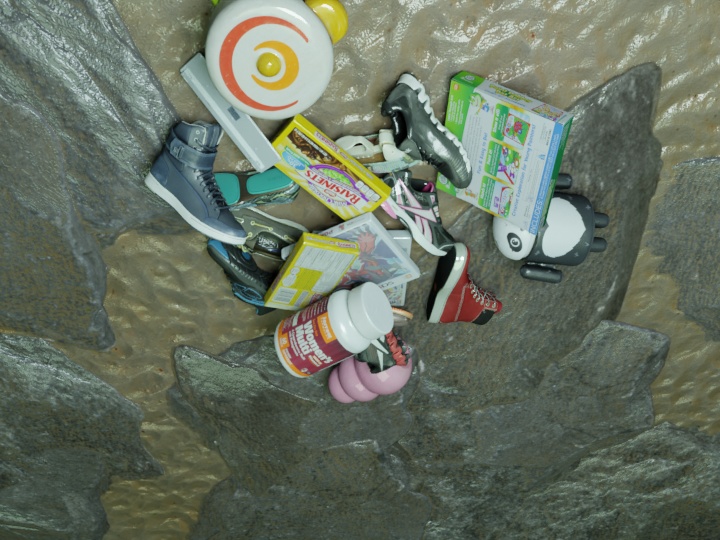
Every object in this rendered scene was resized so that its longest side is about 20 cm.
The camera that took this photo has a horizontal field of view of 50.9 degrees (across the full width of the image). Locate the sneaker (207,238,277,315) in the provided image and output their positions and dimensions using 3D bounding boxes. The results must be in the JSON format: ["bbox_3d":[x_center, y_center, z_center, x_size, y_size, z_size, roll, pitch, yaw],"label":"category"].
[{"bbox_3d":[-0.217,0.017,1.392,0.081,0.074,0.200,-30,125,24],"label":"sneaker"}]

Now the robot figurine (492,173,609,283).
[{"bbox_3d":[0.327,-0.073,1.306,0.194,0.153,0.126,5,144,-8],"label":"robot figurine"}]

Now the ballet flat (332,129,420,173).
[{"bbox_3d":[0.017,-0.195,1.222,0.194,0.071,0.071,-9,155,9],"label":"ballet flat"}]

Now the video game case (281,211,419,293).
[{"bbox_3d":[-0.014,-0.012,1.335,0.178,0.023,0.200,-21,142,21],"label":"video game case"}]

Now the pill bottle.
[{"bbox_3d":[-0.046,0.101,1.306,0.197,0.111,0.109,-28,127,30],"label":"pill bottle"}]

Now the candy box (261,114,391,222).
[{"bbox_3d":[-0.054,-0.157,1.215,0.198,0.027,0.102,36,137,-20],"label":"candy box"}]

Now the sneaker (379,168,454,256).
[{"bbox_3d":[0.108,-0.105,1.305,0.086,0.081,0.199,-41,127,16],"label":"sneaker"}]

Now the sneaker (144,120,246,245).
[{"bbox_3d":[-0.238,-0.147,1.198,0.201,0.077,0.148,37,107,9],"label":"sneaker"}]

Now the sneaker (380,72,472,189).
[{"bbox_3d":[0.097,-0.199,1.179,0.202,0.090,0.066,54,157,-14],"label":"sneaker"}]

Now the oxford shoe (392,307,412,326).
[{"bbox_3d":[0.005,0.109,1.467,0.194,0.075,0.071,-3,166,7],"label":"oxford shoe"}]

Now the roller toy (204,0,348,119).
[{"bbox_3d":[-0.124,-0.317,1.068,0.194,0.142,0.185,8,131,-10],"label":"roller toy"}]

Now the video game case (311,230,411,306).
[{"bbox_3d":[0.000,0.000,1.399,0.176,0.023,0.202,0,141,-2],"label":"video game case"}]

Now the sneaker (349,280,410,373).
[{"bbox_3d":[0.016,0.113,1.390,0.096,0.071,0.203,-28,122,-1],"label":"sneaker"}]

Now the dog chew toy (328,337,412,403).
[{"bbox_3d":[0.011,0.207,1.539,0.198,0.127,0.124,-32,125,33],"label":"dog chew toy"}]

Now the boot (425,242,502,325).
[{"bbox_3d":[0.212,0.028,1.427,0.140,0.074,0.203,5,138,-7],"label":"boot"}]

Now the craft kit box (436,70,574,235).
[{"bbox_3d":[0.219,-0.183,1.190,0.194,0.048,0.204,27,135,23],"label":"craft kit box"}]

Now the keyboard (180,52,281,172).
[{"bbox_3d":[-0.200,-0.241,1.175,0.056,0.011,0.201,-24,114,35],"label":"keyboard"}]

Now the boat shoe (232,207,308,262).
[{"bbox_3d":[-0.184,-0.063,1.333,0.196,0.061,0.073,14,129,-15],"label":"boat shoe"}]

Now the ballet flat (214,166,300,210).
[{"bbox_3d":[-0.194,-0.129,1.279,0.194,0.075,0.076,-5,131,6],"label":"ballet flat"}]

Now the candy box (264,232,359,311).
[{"bbox_3d":[-0.087,0.009,1.298,0.100,0.027,0.201,8,144,-25],"label":"candy box"}]
